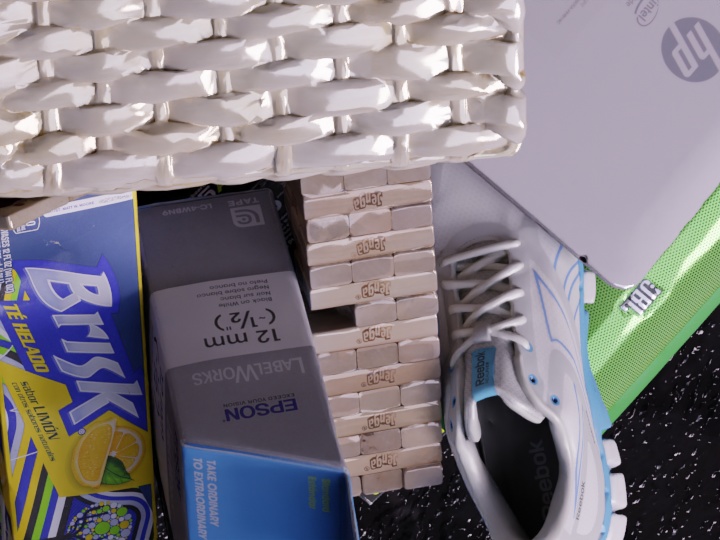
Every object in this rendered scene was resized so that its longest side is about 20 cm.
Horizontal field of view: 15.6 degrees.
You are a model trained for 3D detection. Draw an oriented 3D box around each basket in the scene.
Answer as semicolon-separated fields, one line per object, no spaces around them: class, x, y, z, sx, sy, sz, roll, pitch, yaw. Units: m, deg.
basket;-0.047;-0.145;0.882;0.199;0.161;0.199;-4;118;-5

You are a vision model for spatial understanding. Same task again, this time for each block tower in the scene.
block tower;0.000;0.000;1.056;0.054;0.058;0.201;-8;121;-7

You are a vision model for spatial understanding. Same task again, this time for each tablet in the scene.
tablet;0.122;-0.105;1.099;0.130;0.014;0.200;40;77;0

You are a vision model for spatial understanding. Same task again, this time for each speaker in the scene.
speaker;0.114;0.000;1.156;0.200;0.088;0.088;-49;132;8

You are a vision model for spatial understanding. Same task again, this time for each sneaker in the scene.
sneaker;0.061;0.031;1.081;0.075;0.201;0.087;-18;171;15

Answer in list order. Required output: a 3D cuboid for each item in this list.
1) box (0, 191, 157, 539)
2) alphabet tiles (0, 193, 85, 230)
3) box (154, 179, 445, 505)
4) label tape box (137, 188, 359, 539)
box;-0.125;0.035;1.072;0.064;0.070;0.201;-12;127;-16
alphabet tiles;-0.133;-0.047;0.968;0.200;0.166;0.008;-29;116;-54
box;0.017;-0.015;1.174;0.200;0.048;0.193;-44;135;4
label tape box;-0.046;0.088;1.045;0.066;0.201;0.144;-7;134;-7
